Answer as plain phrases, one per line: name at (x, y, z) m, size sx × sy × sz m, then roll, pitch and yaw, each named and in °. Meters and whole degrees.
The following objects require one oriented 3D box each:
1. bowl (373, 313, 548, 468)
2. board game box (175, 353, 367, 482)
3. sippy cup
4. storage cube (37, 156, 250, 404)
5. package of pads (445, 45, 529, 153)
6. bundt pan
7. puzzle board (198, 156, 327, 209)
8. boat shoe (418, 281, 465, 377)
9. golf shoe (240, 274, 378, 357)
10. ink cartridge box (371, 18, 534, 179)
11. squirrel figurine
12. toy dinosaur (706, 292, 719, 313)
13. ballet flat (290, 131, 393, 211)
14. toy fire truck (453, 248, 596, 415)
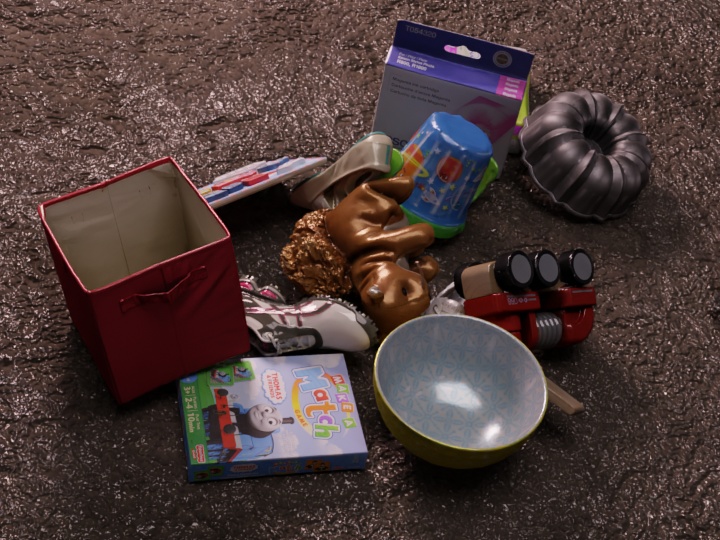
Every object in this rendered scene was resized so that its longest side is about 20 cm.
bowl at (0.105, 0.158, 1.537) m, size 0.200 × 0.108 × 0.200 m, roll 6°, pitch 44°, yaw -6°
board game box at (-0.104, 0.165, 1.537) m, size 0.200 × 0.037 × 0.151 m, roll -2°, pitch 45°, yaw -15°
sippy cup at (0.106, -0.135, 1.787) m, size 0.140 × 0.130 × 0.178 m, roll 33°, pitch 29°, yaw 2°
storage cube at (-0.244, 0.012, 1.526) m, size 0.171 × 0.180 × 0.200 m, roll -23°, pitch 45°, yaw -18°
package of pads at (0.176, -0.266, 2.003) m, size 0.154 × 0.068 × 0.200 m, roll 8°, pitch 45°, yaw -3°
bundt pan at (0.327, -0.174, 1.895) m, size 0.202 × 0.076 × 0.202 m, roll 13°, pitch 55°, yaw -19°
puzzle board at (-0.162, -0.114, 1.754) m, size 0.200 × 0.017 × 0.151 m, roll -24°, pitch 16°, yaw -31°
boat shoe at (0.106, 0.062, 1.660) m, size 0.071 × 0.069 × 0.200 m, roll 27°, pitch 48°, yaw 11°
golf shoe at (-0.077, 0.074, 1.609) m, size 0.200 × 0.077 × 0.088 m, roll 12°, pitch 48°, yaw 19°
ink cartridge box at (0.124, -0.234, 1.868) m, size 0.196 × 0.200 × 0.043 m, roll 15°, pitch 44°, yaw 4°
squirrel figurine at (0.000, 0.000, 1.666) m, size 0.200 × 0.142 × 0.187 m, roll -4°, pitch 50°, yaw -3°
toy dinosaur at (0.516, 0.039, 1.789) m, size 0.088 × 0.047 × 0.200 m, roll 25°, pitch 49°, yaw 4°
ballet flat at (-0.024, -0.110, 1.741) m, size 0.069 × 0.200 × 0.070 m, roll 17°, pitch 59°, yaw -29°
toy fire truck at (0.223, 0.078, 1.631) m, size 0.176 × 0.129 × 0.200 m, roll -2°, pitch 81°, yaw -42°
